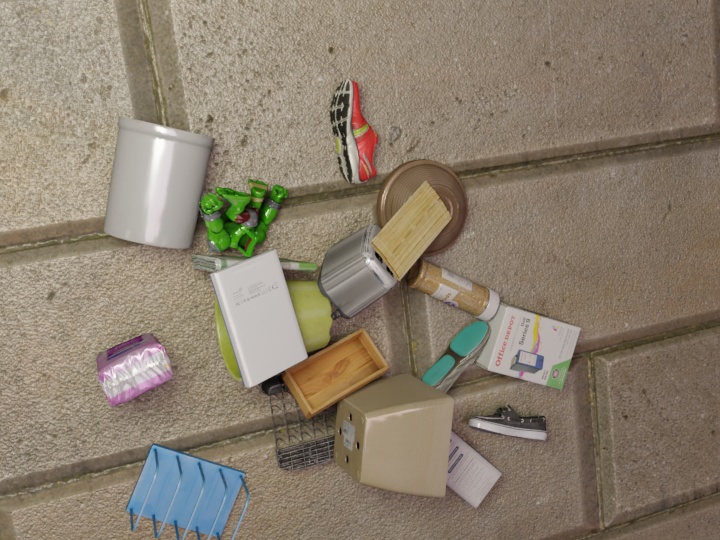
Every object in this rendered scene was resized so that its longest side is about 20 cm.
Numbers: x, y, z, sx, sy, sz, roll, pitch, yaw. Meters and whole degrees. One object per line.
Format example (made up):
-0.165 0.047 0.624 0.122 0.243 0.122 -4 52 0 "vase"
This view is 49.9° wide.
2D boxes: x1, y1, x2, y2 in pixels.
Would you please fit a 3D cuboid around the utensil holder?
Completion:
-0.358 -0.153 1.369 0.167 0.170 0.203 9 96 -19 "utensil holder"

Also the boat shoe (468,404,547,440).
0.330 0.333 1.723 0.197 0.070 0.067 12 77 -16 "boat shoe"

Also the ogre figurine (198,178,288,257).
-0.223 -0.096 1.442 0.097 0.200 0.121 22 114 12 "ogre figurine"

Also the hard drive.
-0.173 0.081 1.337 0.131 0.025 0.203 -24 103 -38 "hard drive"

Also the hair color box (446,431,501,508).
0.204 0.418 1.692 0.200 0.060 0.100 42 84 -19 "hair color box"

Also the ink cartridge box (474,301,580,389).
0.362 0.162 1.695 0.197 0.087 0.147 17 93 -18 "ink cartridge box"

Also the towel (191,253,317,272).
-0.199 -0.008 1.432 0.197 0.149 0.031 2 94 -31 "towel"

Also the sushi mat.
0.100 -0.078 1.474 0.096 0.012 0.200 53 55 -16 "sushi mat"

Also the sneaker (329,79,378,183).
-0.006 -0.275 1.528 0.084 0.077 0.203 -14 109 -27 "sneaker"

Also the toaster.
0.000 0.000 1.484 0.128 0.201 0.114 -33 110 24 "toaster"

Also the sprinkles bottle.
0.196 0.040 1.633 0.198 0.068 0.069 24 90 -19 "sprinkles bottle"

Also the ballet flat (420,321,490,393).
0.209 0.193 1.670 0.200 0.067 0.064 -44 136 -7 "ballet flat"

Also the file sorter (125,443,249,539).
-0.328 0.446 1.487 0.198 0.123 0.141 23 91 -20 "file sorter"

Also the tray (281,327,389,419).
-0.048 0.202 1.539 0.198 0.037 0.099 -26 72 -32 "tray"

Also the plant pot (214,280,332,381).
-0.159 0.094 1.471 0.182 0.200 0.204 -7 100 -28 "plant pot"

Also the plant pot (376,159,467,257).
0.139 -0.124 1.578 0.198 0.093 0.204 -3 98 -19 "plant pot"

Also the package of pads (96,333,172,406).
-0.404 0.171 1.382 0.119 0.200 0.077 -23 99 -17 "package of pads"

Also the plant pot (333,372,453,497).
0.053 0.330 1.544 0.175 0.199 0.204 1 98 -26 "plant pot"

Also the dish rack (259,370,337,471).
-0.116 0.301 1.575 0.151 0.054 0.203 -11 103 -16 "dish rack"
